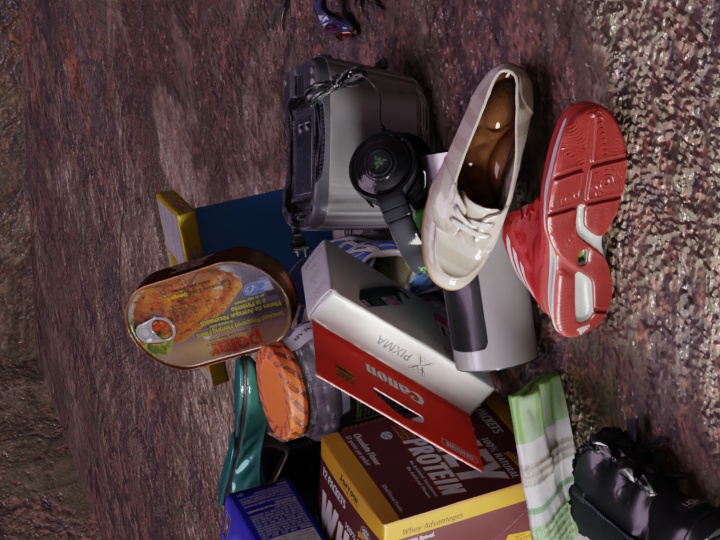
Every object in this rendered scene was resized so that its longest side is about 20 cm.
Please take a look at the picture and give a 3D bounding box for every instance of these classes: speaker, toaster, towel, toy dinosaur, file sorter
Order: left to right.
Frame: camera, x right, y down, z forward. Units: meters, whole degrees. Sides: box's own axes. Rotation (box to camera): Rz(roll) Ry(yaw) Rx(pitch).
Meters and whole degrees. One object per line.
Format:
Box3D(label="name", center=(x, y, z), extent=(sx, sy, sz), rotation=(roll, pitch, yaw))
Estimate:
Box3D(label="file sorter", center=(-0.090, 0.000, 1.553), extent=(0.123, 0.197, 0.140), rotation=(106, 144, -52))
Box3D(label="toy dinosaur", center=(-0.013, -0.326, 1.418), extent=(0.182, 0.104, 0.202), rotation=(130, 163, -77))
Box3D(label="toaster", center=(-0.005, -0.114, 1.355), extent=(0.113, 0.127, 0.203), rotation=(173, 98, -68))
Box3D(label="speaker", center=(0.110, -0.015, 1.226), extent=(0.081, 0.080, 0.203), rotation=(-175, 75, -66))
Box3D(label="towel", center=(0.170, 0.194, 1.155), extent=(0.149, 0.030, 0.203), rotation=(-13, -87, -72))

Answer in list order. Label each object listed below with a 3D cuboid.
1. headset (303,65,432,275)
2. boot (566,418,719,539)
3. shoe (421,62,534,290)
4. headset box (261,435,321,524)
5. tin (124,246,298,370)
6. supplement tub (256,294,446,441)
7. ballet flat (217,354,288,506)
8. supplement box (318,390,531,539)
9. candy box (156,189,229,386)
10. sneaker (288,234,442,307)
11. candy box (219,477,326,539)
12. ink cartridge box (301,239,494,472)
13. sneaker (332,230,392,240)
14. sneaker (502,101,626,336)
Box3D(label="headset", center=(0.018, -0.090, 1.254), extent=(0.123, 0.093, 0.203), rotation=(-24, -85, -77))
Box3D(label="boot", center=(0.226, 0.235, 1.082), extent=(0.162, 0.072, 0.201), rotation=(38, 128, 54))
Box3D(label="shoe", center=(0.099, -0.080, 1.152), extent=(0.053, 0.069, 0.203), rotation=(-75, 1, -84))
Box3D(label="headset box", center=(-0.008, 0.270, 1.518), extent=(0.200, 0.172, 0.094), rotation=(-137, 41, -55))
Box3D(label="tin", center=(-0.156, 0.041, 1.419), extent=(0.198, 0.042, 0.113), rotation=(-15, 113, 26))
Box3D(label="supplement tub", center=(0.000, 0.102, 1.384), extent=(0.122, 0.197, 0.124), rotation=(41, 137, 55))
Box3D(label="ballet flat", center=(-0.109, 0.175, 1.452), extent=(0.068, 0.069, 0.202), rotation=(-105, 21, -57))
Box3D(label="supplement box", center=(0.071, 0.252, 1.293), extent=(0.133, 0.195, 0.202), rotation=(48, 142, 49))
Box3D(label="candy box", center=(-0.187, 0.018, 1.505), extent=(0.102, 0.026, 0.203), rotation=(-146, 44, -61))
Box3D(label="sneaker", center=(0.000, 0.000, 1.374), extent=(0.198, 0.077, 0.077), rotation=(-13, 91, 32))
Box3D(label="candy box", center=(-0.066, 0.332, 1.294), extent=(0.201, 0.076, 0.171), rotation=(53, 143, 39))
Box3D(label="ink cartridge box", center=(0.039, 0.076, 1.243), extent=(0.044, 0.199, 0.174), rotation=(-49, 25, 20))
Box3D(label="sneaker", center=(0.004, -0.079, 1.451), extent=(0.201, 0.075, 0.088), rotation=(57, 143, 33))
Box3D(label="sneaker", center=(0.153, -0.055, 1.109), extent=(0.115, 0.077, 0.203), rotation=(43, 138, 52))
